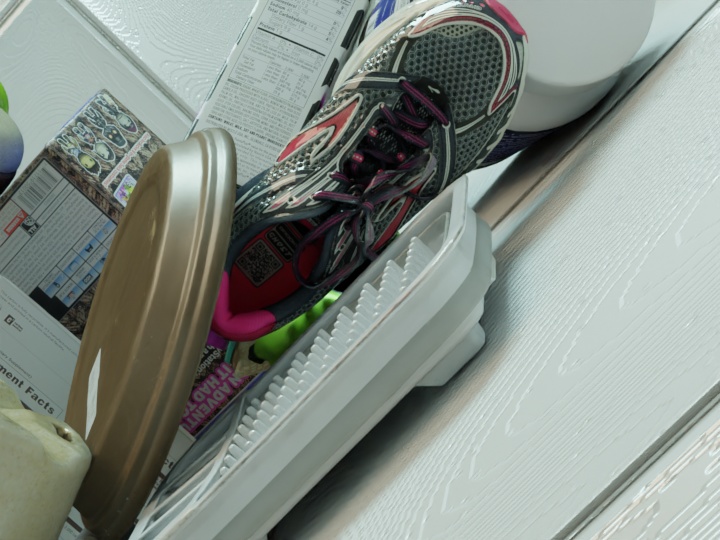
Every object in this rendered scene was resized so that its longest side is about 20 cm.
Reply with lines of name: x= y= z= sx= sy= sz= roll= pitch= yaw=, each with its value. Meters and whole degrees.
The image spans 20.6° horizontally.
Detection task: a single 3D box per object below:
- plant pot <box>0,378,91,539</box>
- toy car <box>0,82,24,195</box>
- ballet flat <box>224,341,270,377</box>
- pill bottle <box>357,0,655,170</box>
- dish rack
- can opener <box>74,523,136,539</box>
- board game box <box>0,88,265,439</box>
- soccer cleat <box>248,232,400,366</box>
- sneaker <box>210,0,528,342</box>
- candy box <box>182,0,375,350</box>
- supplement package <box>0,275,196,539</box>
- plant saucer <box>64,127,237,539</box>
plant pot: x=-0.216 y=0.124 z=0.848 sx=0.184 sy=0.199 sz=0.200 roll=-61 pitch=6 yaw=-1
toy car: x=-0.308 y=-0.036 z=1.176 sx=0.201 sy=0.157 sz=0.164 roll=-58 pitch=16 yaw=13
ballet flat: x=-0.024 y=0.006 z=1.139 sx=0.200 sy=0.062 sz=0.068 roll=-67 pitch=-1 yaw=-60
pill bottle: x=0.072 y=-0.121 z=1.021 sx=0.116 sy=0.116 sz=0.200 roll=-48 pitch=6 yaw=-13
dish rack: x=-0.013 y=0.053 z=0.818 sx=0.200 sy=0.044 sz=0.172 roll=-46 pitch=5 yaw=11
can opener: x=-0.181 y=0.190 z=0.997 sx=0.200 sy=0.066 sz=0.053 roll=-45 pitch=6 yaw=28
board game box: x=-0.143 y=0.022 z=1.205 sx=0.159 sy=0.200 sz=0.097 roll=-43 pitch=8 yaw=29
soccer cleat: x=0.000 y=0.000 z=1.037 sx=0.081 sy=0.068 sz=0.200 roll=-34 pitch=17 yaw=24
sneaker: x=0.003 y=-0.041 z=0.905 sx=0.200 sy=0.080 sz=0.075 roll=-48 pitch=10 yaw=12
candy box: x=-0.055 y=-0.076 z=1.104 sx=0.137 sy=0.061 sz=0.201 roll=113 pitch=-179 yaw=-50
supplement package: x=-0.205 y=0.125 z=1.142 sx=0.111 sy=0.156 sz=0.200 roll=-52 pitch=4 yaw=-33
plant saucer: x=-0.103 y=0.027 z=0.927 sx=0.200 sy=0.029 sz=0.202 roll=-164 pitch=90 yaw=-74
